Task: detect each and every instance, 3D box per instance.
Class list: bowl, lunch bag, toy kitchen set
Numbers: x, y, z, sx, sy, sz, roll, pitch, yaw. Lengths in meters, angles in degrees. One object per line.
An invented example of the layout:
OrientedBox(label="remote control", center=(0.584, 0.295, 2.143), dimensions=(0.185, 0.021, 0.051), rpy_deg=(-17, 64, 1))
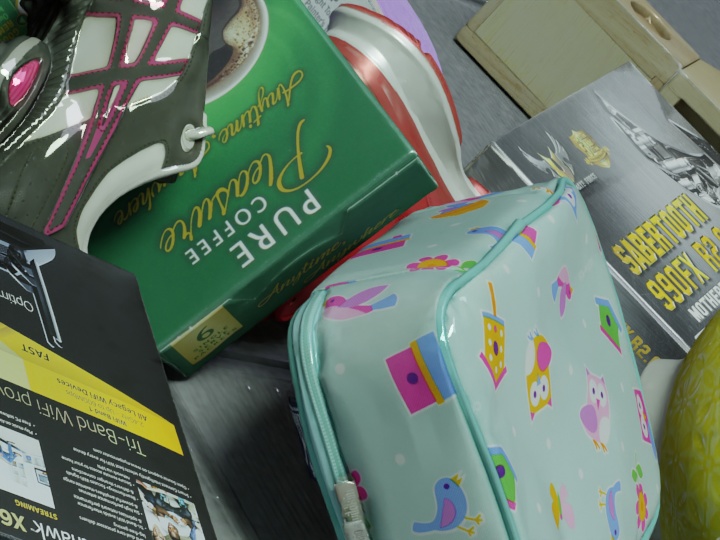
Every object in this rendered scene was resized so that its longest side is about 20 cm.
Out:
OrientedBox(label="bowl", center=(0.171, 0.080, 1.204), dimensions=(0.107, 0.201, 0.200), rpy_deg=(6, 11, 22))
OrientedBox(label="lunch bag", center=(0.046, 0.062, 1.041), dimensions=(0.200, 0.077, 0.161), rpy_deg=(-41, 118, -65))
OrientedBox(label="toy kitchen set", center=(0.196, -0.131, 1.568), dimensions=(0.180, 0.163, 0.200), rpy_deg=(46, 22, 6))

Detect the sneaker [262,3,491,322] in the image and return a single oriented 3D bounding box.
OrientedBox(label="sneaker", center=(0.000, 0.000, 1.160), dimensions=(0.078, 0.116, 0.200), rpy_deg=(21, -32, 50))

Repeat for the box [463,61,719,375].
OrientedBox(label="box", center=(0.139, -0.013, 1.397), dimensions=(0.158, 0.048, 0.200), rpy_deg=(47, 28, 7))

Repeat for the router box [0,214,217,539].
OrientedBox(label="router box", center=(-0.140, 0.035, 0.864), dimensions=(0.200, 0.052, 0.157), rpy_deg=(26, 29, -37))

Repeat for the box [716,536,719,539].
OrientedBox(label="box", center=(0.121, 0.174, 1.027), dimensions=(0.068, 0.082, 0.200), rpy_deg=(43, 21, -3))

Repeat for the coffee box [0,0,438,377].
OrientedBox(label="coffee box", center=(-0.076, -0.073, 1.069), dimensions=(0.200, 0.123, 0.044), rpy_deg=(52, 0, 21))

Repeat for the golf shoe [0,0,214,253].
OrientedBox(label="golf shoe", center=(-0.083, -0.079, 1.020), dimensions=(0.088, 0.200, 0.077), rpy_deg=(42, -17, -13))

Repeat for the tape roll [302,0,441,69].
OrientedBox(label="tape roll", center=(-0.059, -0.116, 1.246), dimensions=(0.200, 0.066, 0.200), rpy_deg=(36, 23, -18))
